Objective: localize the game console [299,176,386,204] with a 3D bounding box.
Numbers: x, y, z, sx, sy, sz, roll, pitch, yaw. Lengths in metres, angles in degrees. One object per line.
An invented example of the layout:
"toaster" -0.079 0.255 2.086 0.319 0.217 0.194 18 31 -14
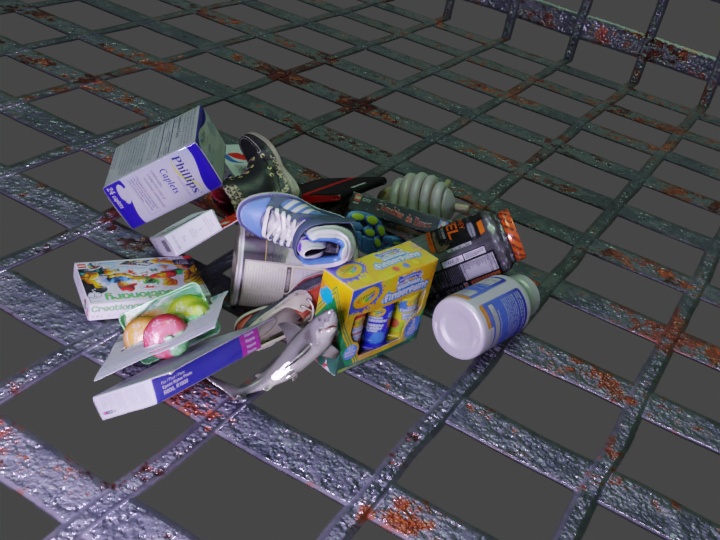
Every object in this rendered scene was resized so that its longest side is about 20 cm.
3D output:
"game console" -0.064 -0.161 1.851 0.177 0.031 0.200 2 17 30

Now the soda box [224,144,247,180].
"soda box" -0.250 -0.192 1.878 0.068 0.064 0.200 -6 36 -28

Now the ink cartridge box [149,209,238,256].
"ink cartridge box" -0.267 -0.083 1.552 0.173 0.044 0.200 -33 11 -16

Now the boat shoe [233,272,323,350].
"boat shoe" -0.107 0.067 1.438 0.200 0.071 0.063 -26 23 -10

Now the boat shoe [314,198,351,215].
"boat shoe" -0.079 -0.106 1.790 0.073 0.075 0.200 23 31 16

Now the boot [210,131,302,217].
"boot" -0.222 -0.180 1.749 0.150 0.073 0.200 -21 65 -31

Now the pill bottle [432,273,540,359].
"pill bottle" 0.226 0.072 1.570 0.112 0.112 0.200 33 36 31

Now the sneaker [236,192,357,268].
"sneaker" -0.102 -0.061 1.395 0.200 0.081 0.146 14 16 -3

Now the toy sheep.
"toy sheep" 0.129 -0.143 1.875 0.200 0.138 0.138 4 27 20

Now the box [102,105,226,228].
"box" -0.367 -0.198 1.716 0.200 0.105 0.184 -25 32 9

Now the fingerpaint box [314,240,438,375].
"fingerpaint box" 0.022 0.059 1.463 0.200 0.167 0.073 -19 42 -42

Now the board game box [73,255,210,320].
"board game box" -0.364 0.027 1.500 0.200 0.035 0.126 -5 35 -27

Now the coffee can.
"coffee can" -0.115 -0.003 1.533 0.200 0.147 0.146 6 31 -11

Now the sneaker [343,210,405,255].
"sneaker" 0.015 -0.062 1.707 0.083 0.071 0.200 18 -5 31

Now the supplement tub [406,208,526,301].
"supplement tub" 0.192 -0.032 1.641 0.200 0.123 0.123 -22 31 9

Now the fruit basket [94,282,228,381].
"fruit basket" -0.280 0.095 1.308 0.185 0.094 0.200 -24 19 2

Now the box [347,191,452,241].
"box" 0.079 -0.089 1.776 0.200 0.038 0.137 17 -12 9

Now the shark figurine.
"shark figurine" -0.120 0.123 1.362 0.214 0.128 0.090 -36 66 1

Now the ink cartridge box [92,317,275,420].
"ink cartridge box" -0.237 0.136 1.242 0.200 0.043 0.196 -18 6 44
